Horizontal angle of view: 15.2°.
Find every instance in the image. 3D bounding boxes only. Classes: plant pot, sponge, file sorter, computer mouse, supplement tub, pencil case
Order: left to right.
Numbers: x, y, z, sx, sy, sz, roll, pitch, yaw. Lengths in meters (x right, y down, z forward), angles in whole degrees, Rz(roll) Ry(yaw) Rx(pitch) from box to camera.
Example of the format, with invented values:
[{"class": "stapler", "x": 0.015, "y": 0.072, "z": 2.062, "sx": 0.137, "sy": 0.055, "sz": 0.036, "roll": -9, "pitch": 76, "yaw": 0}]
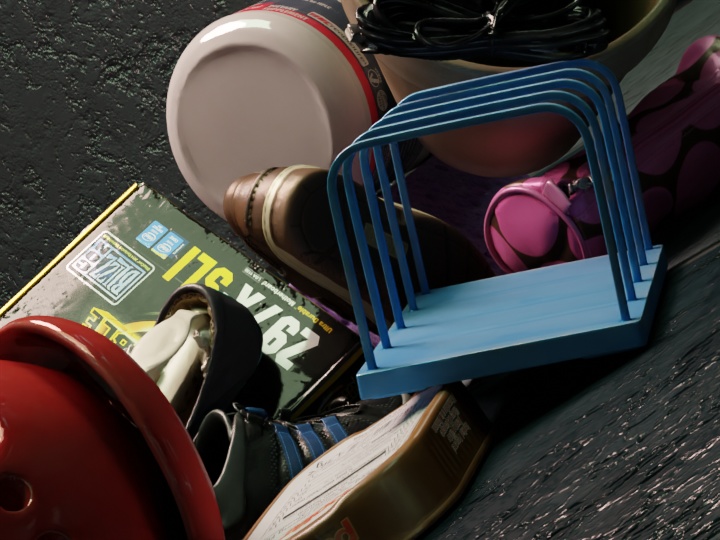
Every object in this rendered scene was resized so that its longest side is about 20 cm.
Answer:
[{"class": "plant pot", "x": -0.174, "y": 0.134, "z": 1.252, "sx": 0.182, "sy": 0.201, "sz": 0.200, "roll": -27, "pitch": -1, "yaw": -32}, {"class": "supplement tub", "x": -0.019, "y": -0.113, "z": 1.707, "sx": 0.140, "sy": 0.141, "sz": 0.200, "roll": -32, "pitch": 1, "yaw": 33}, {"class": "sponge", "x": 0.054, "y": -0.009, "z": 1.669, "sx": 0.200, "sy": 0.111, "sz": 0.030, "roll": -38, "pitch": -24, "yaw": -48}, {"class": "computer mouse", "x": 0.052, "y": -0.185, "z": 1.456, "sx": 0.137, "sy": 0.201, "sz": 0.053, "roll": 0, "pitch": -32, "yaw": -11}, {"class": "file sorter", "x": 0.069, "y": -0.027, "z": 1.349, "sx": 0.138, "sy": 0.124, "sz": 0.200, "roll": -12, "pitch": 9, "yaw": 11}, {"class": "plant pot", "x": 0.084, "y": -0.149, "z": 1.567, "sx": 0.200, "sy": 0.200, "sz": 0.174, "roll": -36, "pitch": -24, "yaw": -17}, {"class": "pencil case", "x": 0.165, "y": -0.062, "z": 1.551, "sx": 0.200, "sy": 0.091, "sz": 0.094, "roll": -39, "pitch": -29, "yaw": -32}]

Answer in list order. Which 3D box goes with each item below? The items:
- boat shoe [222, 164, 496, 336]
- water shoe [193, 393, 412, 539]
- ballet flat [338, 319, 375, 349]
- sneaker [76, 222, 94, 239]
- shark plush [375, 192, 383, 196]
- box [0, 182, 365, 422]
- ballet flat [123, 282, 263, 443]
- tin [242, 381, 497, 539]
[{"class": "boat shoe", "x": 0.002, "y": -0.006, "z": 1.493, "sx": 0.075, "sy": 0.202, "sz": 0.075, "roll": 7, "pitch": 68, "yaw": 43}, {"class": "water shoe", "x": -0.042, "y": 0.096, "z": 1.396, "sx": 0.071, "sy": 0.079, "sz": 0.200, "roll": -30, "pitch": 6, "yaw": 44}, {"class": "ballet flat", "x": -0.001, "y": 0.053, "z": 1.712, "sx": 0.070, "sy": 0.071, "sz": 0.200, "roll": -33, "pitch": -2, "yaw": 14}, {"class": "sneaker", "x": -0.101, "y": 0.043, "z": 1.749, "sx": 0.076, "sy": 0.200, "sz": 0.114, "roll": -48, "pitch": -3, "yaw": 9}, {"class": "shark plush", "x": 0.030, "y": -0.015, "z": 1.722, "sx": 0.091, "sy": 0.083, "sz": 0.200, "roll": -55, "pitch": -28, "yaw": 17}, {"class": "box", "x": -0.111, "y": 0.058, "z": 1.514, "sx": 0.160, "sy": 0.200, "sz": 0.049, "roll": -43, "pitch": -37, "yaw": -17}, {"class": "ballet flat", "x": -0.118, "y": 0.089, "z": 1.418, "sx": 0.201, "sy": 0.073, "sz": 0.073, "roll": -60, "pitch": 15, "yaw": -25}, {"class": "tin", "x": 0.002, "y": 0.104, "z": 1.259, "sx": 0.112, "sy": 0.042, "sz": 0.200, "roll": -38, "pitch": 3, "yaw": 16}]
